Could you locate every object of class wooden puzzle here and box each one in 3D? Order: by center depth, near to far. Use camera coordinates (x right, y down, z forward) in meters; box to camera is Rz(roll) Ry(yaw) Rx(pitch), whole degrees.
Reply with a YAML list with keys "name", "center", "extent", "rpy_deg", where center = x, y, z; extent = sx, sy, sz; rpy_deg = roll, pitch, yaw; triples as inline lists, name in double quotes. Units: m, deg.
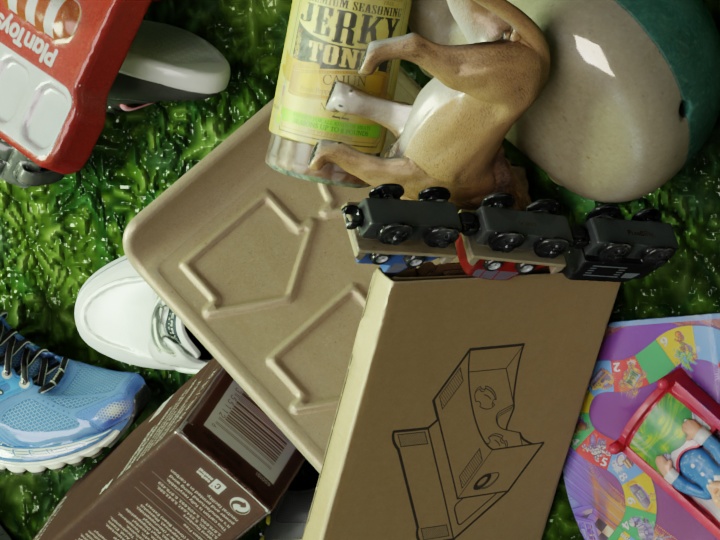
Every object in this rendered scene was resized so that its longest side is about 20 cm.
- name: "wooden puzzle"
  center: [0.000, 0.000, 1.621]
  extent: [0.185, 0.046, 0.200]
  rpy_deg: [-41, 80, -10]

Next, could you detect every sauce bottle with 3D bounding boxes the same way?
- name: "sauce bottle"
  center: [-0.004, -0.146, 1.565]
  extent: [0.064, 0.065, 0.201]
  rpy_deg: [14, 101, 26]

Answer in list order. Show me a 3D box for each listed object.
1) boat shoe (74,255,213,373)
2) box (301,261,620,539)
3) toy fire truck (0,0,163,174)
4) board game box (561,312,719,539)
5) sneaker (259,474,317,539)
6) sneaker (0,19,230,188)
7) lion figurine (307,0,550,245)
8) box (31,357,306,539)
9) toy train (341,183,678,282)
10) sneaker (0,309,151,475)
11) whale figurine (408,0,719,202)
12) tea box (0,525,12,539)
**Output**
- name: "boat shoe"
  center: [-0.089, 0.021, 1.700]
  extent: [0.199, 0.067, 0.074]
  rpy_deg: [-5, 96, 30]
- name: "box"
  center: [0.051, 0.086, 1.577]
  extent: [0.021, 0.163, 0.201]
  rpy_deg: [38, 121, 44]
- name: "toy fire truck"
  center: [-0.192, -0.164, 1.653]
  extent: [0.200, 0.112, 0.168]
  rpy_deg: [32, 100, 37]
- name: "board game box"
  center: [0.189, 0.104, 1.576]
  extent: [0.199, 0.039, 0.159]
  rpy_deg: [-5, 97, 29]
- name: "sneaker"
  center: [-0.028, 0.166, 1.699]
  extent: [0.200, 0.074, 0.085]
  rpy_deg: [-41, 73, 19]
- name: "sneaker"
  center: [-0.158, -0.094, 1.720]
  extent: [0.199, 0.071, 0.100]
  rpy_deg: [12, 108, 31]
- name: "lion figurine"
  center: [0.051, -0.081, 1.493]
  extent: [0.122, 0.073, 0.200]
  rpy_deg: [19, 148, -7]
- name: "box"
  center: [-0.109, 0.127, 1.679]
  extent: [0.075, 0.100, 0.200]
  rpy_deg: [41, 132, -7]
- name: "toy train"
  center: [0.073, -0.016, 1.510]
  extent: [0.046, 0.199, 0.034]
  rpy_deg: [-46, 49, 46]
- name: "sneaker"
  center: [-0.220, 0.062, 1.756]
  extent: [0.199, 0.079, 0.090]
  rpy_deg: [5, 118, 17]
- name: "whale figurine"
  center: [0.107, -0.119, 1.559]
  extent: [0.200, 0.104, 0.160]
  rpy_deg: [25, 144, 45]
- name: "tea box"
  center: [-0.329, 0.183, 1.788]
  extent: [0.200, 0.197, 0.134]
  rpy_deg: [50, 117, 13]
